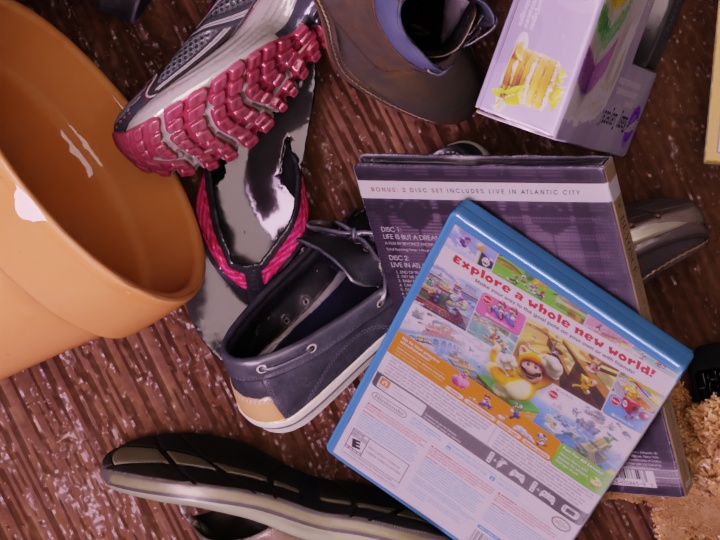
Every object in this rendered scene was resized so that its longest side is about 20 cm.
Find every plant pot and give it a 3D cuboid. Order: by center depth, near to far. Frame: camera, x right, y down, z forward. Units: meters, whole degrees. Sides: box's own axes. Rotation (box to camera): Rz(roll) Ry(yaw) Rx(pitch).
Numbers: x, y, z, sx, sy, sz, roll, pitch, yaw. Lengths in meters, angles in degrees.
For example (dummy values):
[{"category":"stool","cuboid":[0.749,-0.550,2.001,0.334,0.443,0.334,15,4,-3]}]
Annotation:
[{"category":"plant pot","cuboid":[-0.198,-0.028,1.533,0.140,0.200,0.200,-37,92,19]}]

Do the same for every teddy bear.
[{"category":"teddy bear","cuboid":[0.205,0.113,1.548,0.199,0.145,0.067,14,49,32]}]

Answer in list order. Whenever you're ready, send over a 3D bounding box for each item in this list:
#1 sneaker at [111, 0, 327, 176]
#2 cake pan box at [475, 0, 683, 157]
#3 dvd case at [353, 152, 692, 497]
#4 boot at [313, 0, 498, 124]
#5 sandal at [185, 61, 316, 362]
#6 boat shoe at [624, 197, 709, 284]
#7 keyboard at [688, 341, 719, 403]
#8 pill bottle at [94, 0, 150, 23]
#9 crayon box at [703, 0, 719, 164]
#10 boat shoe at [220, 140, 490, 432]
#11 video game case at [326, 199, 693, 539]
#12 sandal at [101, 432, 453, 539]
[{"category":"sneaker","cuboid":[-0.061,-0.131,1.563,0.075,0.081,0.200,38,72,24]},{"category":"cake pan box","cuboid":[0.133,-0.155,1.514,0.052,0.200,0.185,23,94,15]},{"category":"dvd case","cuboid":[0.086,0.029,1.503,0.148,0.016,0.201,2,123,32]},{"category":"boot","cuboid":[0.031,-0.118,1.513,0.075,0.200,0.097,-45,49,-2]},{"category":"sandal","cuboid":[-0.060,-0.039,1.593,0.075,0.045,0.201,3,92,-1]},{"category":"boat shoe","cuboid":[0.107,0.026,1.589,0.199,0.075,0.073,-27,102,10]},{"category":"keyboard","cuboid":[0.261,0.079,1.543,0.200,0.040,0.104,-14,91,41]},{"category":"pill bottle","cuboid":[-0.193,-0.215,1.554,0.199,0.112,0.112,26,92,-1]},{"category":"crayon box","cuboid":[0.291,-0.111,1.585,0.199,0.052,0.126,5,93,-1]},{"category":"boat shoe","cuboid":[0.000,0.000,1.564,0.200,0.075,0.062,-46,133,-11]},{"category":"video game case","cuboid":[0.075,0.070,1.517,0.143,0.018,0.200,35,134,8]},{"category":"sandal","cuboid":[-0.049,0.140,1.589,0.200,0.080,0.058,17,106,-1]}]
